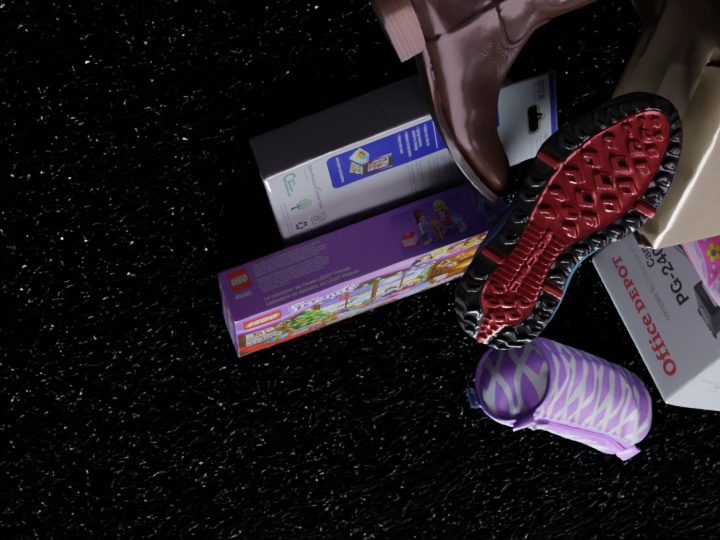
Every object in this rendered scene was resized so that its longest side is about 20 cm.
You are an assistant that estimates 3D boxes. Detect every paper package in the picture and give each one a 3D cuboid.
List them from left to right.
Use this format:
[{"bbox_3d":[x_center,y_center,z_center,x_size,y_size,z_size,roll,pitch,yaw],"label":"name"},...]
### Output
[{"bbox_3d":[0.274,-0.119,1.092,0.199,0.104,0.191,-11,149,-18],"label":"paper package"}]

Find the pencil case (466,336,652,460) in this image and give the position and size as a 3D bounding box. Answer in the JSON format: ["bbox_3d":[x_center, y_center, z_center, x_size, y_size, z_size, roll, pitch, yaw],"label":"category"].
[{"bbox_3d":[0.182,0.111,1.509,0.084,0.086,0.200,-36,149,27],"label":"pencil case"}]

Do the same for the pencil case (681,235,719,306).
[{"bbox_3d":[0.264,-0.036,1.205,0.087,0.200,0.088,-22,154,-11],"label":"pencil case"}]

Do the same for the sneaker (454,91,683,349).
[{"bbox_3d":[0.127,-0.046,1.086,0.079,0.096,0.200,36,121,-8],"label":"sneaker"}]

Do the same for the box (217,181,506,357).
[{"bbox_3d":[0.000,0.000,1.199,0.199,0.039,0.137,-20,169,-7],"label":"box"}]

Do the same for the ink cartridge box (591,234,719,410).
[{"bbox_3d":[0.296,-0.004,1.332,0.083,0.146,0.200,8,139,-44],"label":"ink cartridge box"}]

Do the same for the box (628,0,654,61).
[{"bbox_3d":[0.265,-0.184,1.123,0.200,0.042,0.119,-29,151,16],"label":"box"}]

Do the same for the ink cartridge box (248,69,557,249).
[{"bbox_3d":[0.031,-0.083,1.124,0.199,0.039,0.100,-20,151,-3],"label":"ink cartridge box"}]

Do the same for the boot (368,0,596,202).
[{"bbox_3d":[0.123,-0.150,1.017,0.199,0.064,0.187,-29,131,4],"label":"boot"}]
